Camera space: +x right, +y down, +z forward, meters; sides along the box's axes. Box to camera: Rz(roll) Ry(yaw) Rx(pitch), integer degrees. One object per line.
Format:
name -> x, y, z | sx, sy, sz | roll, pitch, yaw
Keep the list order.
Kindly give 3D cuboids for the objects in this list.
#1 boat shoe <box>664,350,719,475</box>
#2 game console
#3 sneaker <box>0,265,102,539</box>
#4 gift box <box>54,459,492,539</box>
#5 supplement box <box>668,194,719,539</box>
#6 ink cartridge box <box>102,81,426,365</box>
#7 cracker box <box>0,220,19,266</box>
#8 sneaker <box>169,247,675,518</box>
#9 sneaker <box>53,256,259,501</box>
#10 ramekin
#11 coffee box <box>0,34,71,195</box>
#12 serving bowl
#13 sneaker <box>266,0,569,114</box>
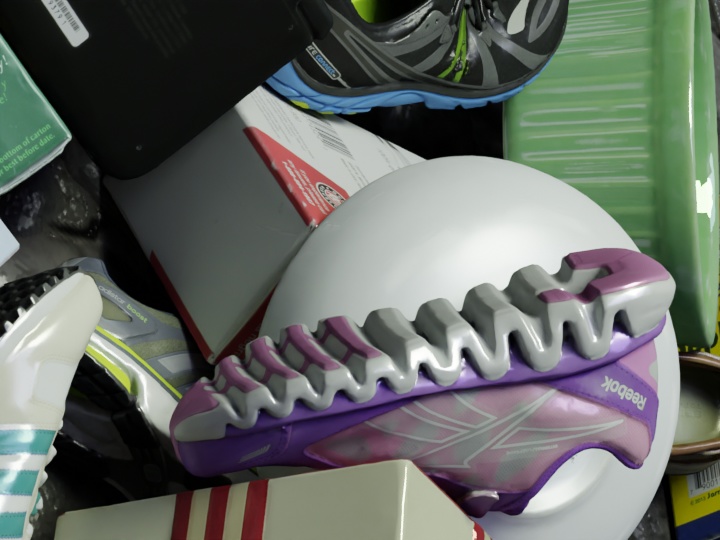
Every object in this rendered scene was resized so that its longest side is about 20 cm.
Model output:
boat shoe -> 0.132, 0.067, 1.293 | 0.199, 0.074, 0.076 | 0, 77, -35
game console -> -0.099, -0.173, 1.039 | 0.116, 0.176, 0.200 | 43, -11, 50
sneaker -> -0.153, 0.089, 0.961 | 0.094, 0.070, 0.200 | 52, 53, -23
gift box -> -0.031, 0.202, 0.956 | 0.184, 0.199, 0.188 | 41, 43, -45
supplement box -> 0.241, 0.063, 1.418 | 0.109, 0.109, 0.201 | 22, 53, -41
ink cartridge box -> 0.000, 0.000, 1.148 | 0.199, 0.083, 0.147 | 24, 22, -40
cracker box -> -0.233, -0.004, 0.942 | 0.134, 0.058, 0.200 | 55, 39, -12
sneaker -> 0.029, 0.057, 0.951 | 0.081, 0.199, 0.089 | -118, -165, -73
sneaker -> -0.072, 0.067, 1.081 | 0.200, 0.074, 0.081 | 46, 38, -24
ramekin -> 0.134, -0.059, 1.311 | 0.200, 0.097, 0.201 | -2, 90, -78
coffee box -> -0.196, -0.125, 1.015 | 0.200, 0.044, 0.123 | 55, -7, -13
serving bowl -> 0.057, 0.055, 1.035 | 0.199, 0.066, 0.201 | -4, 98, -28
sneaker -> 0.035, -0.124, 1.179 | 0.199, 0.083, 0.071 | -12, 54, -44
